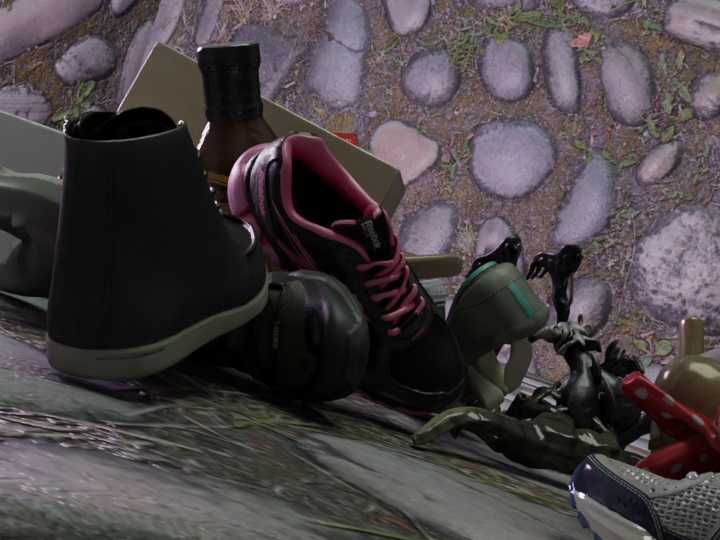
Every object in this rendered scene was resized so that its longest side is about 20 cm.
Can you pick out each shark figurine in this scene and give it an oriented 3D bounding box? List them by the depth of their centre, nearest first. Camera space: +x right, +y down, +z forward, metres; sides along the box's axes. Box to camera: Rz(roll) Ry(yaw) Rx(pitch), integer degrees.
[{"bbox_3d":[-0.166,-0.006,0.647,0.126,0.091,0.215,-15,-11,2],"label":"shark figurine"}]

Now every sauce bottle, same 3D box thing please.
[{"bbox_3d":[-0.078,-0.045,0.804,0.064,0.203,0.065,-5,11,1],"label":"sauce bottle"}]

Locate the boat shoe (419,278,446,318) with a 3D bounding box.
[{"bbox_3d":[-0.004,0.054,1.153,0.198,0.072,0.071,-10,-7,43],"label":"boat shoe"}]

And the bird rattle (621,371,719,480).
[{"bbox_3d":[0.219,0.080,0.564,0.198,0.113,0.164,27,-30,9],"label":"bird rattle"}]

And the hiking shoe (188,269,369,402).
[{"bbox_3d":[-0.081,0.031,0.702,0.100,0.077,0.199,-4,14,-42],"label":"hiking shoe"}]

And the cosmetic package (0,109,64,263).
[{"bbox_3d":[-0.235,-0.049,0.841,0.197,0.109,0.085,17,-1,-20],"label":"cosmetic package"}]

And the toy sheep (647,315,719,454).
[{"bbox_3d":[0.241,0.101,0.723,0.198,0.140,0.137,26,-4,-30],"label":"toy sheep"}]

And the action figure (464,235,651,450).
[{"bbox_3d":[0.147,0.077,0.889,0.117,0.202,0.103,-6,-32,-16],"label":"action figure"}]

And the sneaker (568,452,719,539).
[{"bbox_3d":[0.180,0.103,0.495,0.198,0.086,0.077,18,-1,34],"label":"sneaker"}]

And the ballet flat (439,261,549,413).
[{"bbox_3d":[0.076,0.066,0.831,0.064,0.067,0.201,48,-26,15],"label":"ballet flat"}]

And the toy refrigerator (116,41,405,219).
[{"bbox_3d":[-0.072,-0.077,0.879,0.198,0.077,0.070,28,-6,10],"label":"toy refrigerator"}]

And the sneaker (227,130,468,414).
[{"bbox_3d":[0.000,0.000,0.733,0.201,0.079,0.095,51,-27,-3],"label":"sneaker"}]

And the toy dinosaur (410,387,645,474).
[{"bbox_3d":[0.105,0.102,0.761,0.197,0.048,0.088,15,8,-24],"label":"toy dinosaur"}]

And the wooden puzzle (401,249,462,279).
[{"bbox_3d":[-0.045,0.001,1.000,0.183,0.047,0.199,-3,9,-34],"label":"wooden puzzle"}]

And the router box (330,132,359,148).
[{"bbox_3d":[-0.087,-0.068,1.012,0.176,0.050,0.200,1,19,-3],"label":"router box"}]

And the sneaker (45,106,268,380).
[{"bbox_3d":[-0.086,-0.028,0.591,0.074,0.108,0.200,7,15,8],"label":"sneaker"}]
